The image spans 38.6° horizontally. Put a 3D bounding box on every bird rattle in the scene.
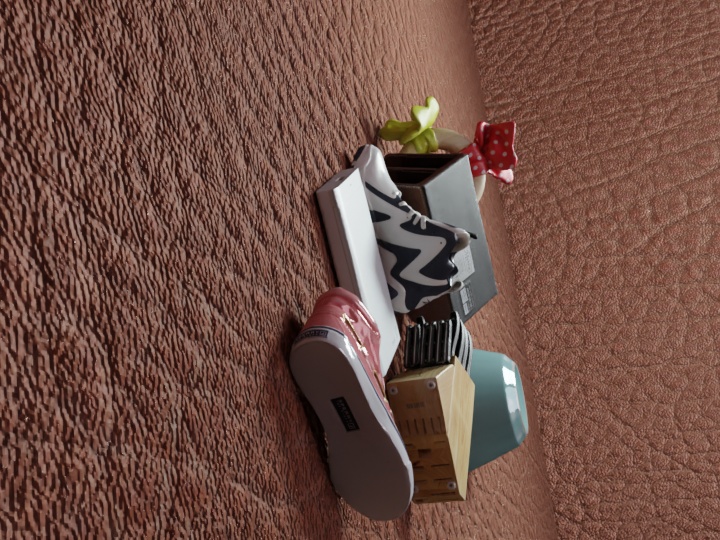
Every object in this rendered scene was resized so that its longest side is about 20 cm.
[{"bbox_3d":[0.118,-0.144,1.418,0.113,0.200,0.163,-1,-110,67],"label":"bird rattle"}]

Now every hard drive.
[{"bbox_3d":[0.000,0.000,1.087,0.132,0.026,0.200,-57,134,-72],"label":"hard drive"}]

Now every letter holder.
[{"bbox_3d":[0.074,-0.041,1.321,0.101,0.142,0.200,-37,122,-40],"label":"letter holder"}]

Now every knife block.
[{"bbox_3d":[0.098,0.155,1.221,0.176,0.064,0.200,-20,99,-64],"label":"knife block"}]

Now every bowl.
[{"bbox_3d":[0.200,0.208,1.607,0.201,0.105,0.201,-10,90,-77],"label":"bowl"}]

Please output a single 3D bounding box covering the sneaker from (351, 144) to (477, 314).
[{"bbox_3d":[0.066,-0.055,1.184,0.079,0.129,0.199,30,50,-74],"label":"sneaker"}]

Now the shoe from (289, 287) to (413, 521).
[{"bbox_3d":[0.002,0.115,0.889,0.091,0.071,0.200,-68,141,-58],"label":"shoe"}]
